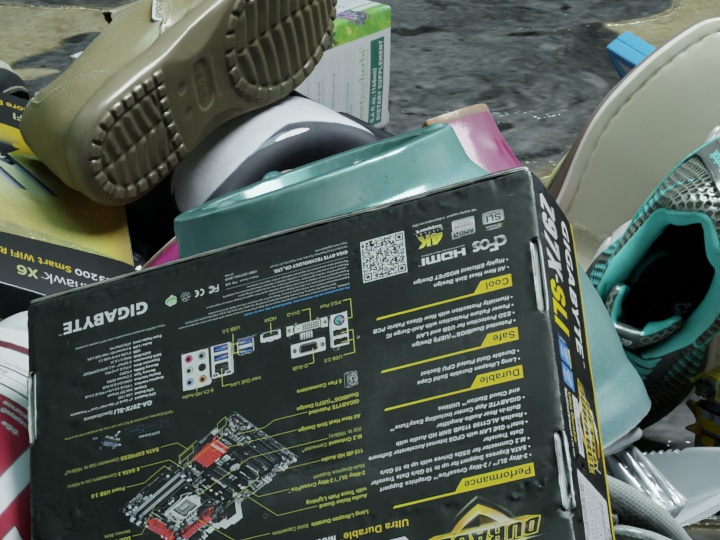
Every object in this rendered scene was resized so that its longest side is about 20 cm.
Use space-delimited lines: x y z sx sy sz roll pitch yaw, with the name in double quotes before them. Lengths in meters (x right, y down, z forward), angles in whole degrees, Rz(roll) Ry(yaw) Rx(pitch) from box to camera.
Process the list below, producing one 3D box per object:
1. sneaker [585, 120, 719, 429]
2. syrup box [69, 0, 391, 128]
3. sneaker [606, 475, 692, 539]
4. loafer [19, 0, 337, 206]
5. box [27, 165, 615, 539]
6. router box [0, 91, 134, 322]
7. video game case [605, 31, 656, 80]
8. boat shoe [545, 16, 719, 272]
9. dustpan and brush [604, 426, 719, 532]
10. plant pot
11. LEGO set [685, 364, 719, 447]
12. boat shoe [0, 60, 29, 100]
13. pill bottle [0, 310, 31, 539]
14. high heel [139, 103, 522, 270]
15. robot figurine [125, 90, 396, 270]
"sneaker" 0.123 0.011 1.074 0.078 0.200 0.091 41 47 14
"syrup box" -0.073 -0.104 1.475 0.081 0.079 0.200 18 28 35
"sneaker" 0.047 0.121 0.883 0.199 0.116 0.075 -5 24 -15
"loafer" -0.083 -0.103 1.172 0.067 0.076 0.200 18 38 31
"box" -0.018 0.065 0.871 0.199 0.049 0.160 -15 61 16
"router box" -0.202 -0.031 1.123 0.199 0.052 0.158 17 31 -23
"video game case" 0.200 -0.032 1.244 0.018 0.143 0.200 -37 30 -5
"boat shoe" 0.122 -0.036 1.185 0.072 0.201 0.060 27 16 -11
"dustpan and brush" 0.053 0.096 1.008 0.199 0.057 0.139 -23 -5 26
"plant pot" 0.001 0.021 1.010 0.199 0.135 0.200 -19 5 2
"LEGO set" 0.234 0.052 1.053 0.153 0.116 0.200 -12 25 -28
"boat shoe" -0.231 -0.069 1.431 0.068 0.072 0.200 40 20 0
"pill bottle" -0.150 0.091 0.957 0.112 0.114 0.200 7 23 15
"high heel" 0.000 0.000 1.109 0.199 0.096 0.067 -25 -14 -19
"robot figurine" -0.055 -0.030 1.245 0.150 0.125 0.200 20 6 -39
